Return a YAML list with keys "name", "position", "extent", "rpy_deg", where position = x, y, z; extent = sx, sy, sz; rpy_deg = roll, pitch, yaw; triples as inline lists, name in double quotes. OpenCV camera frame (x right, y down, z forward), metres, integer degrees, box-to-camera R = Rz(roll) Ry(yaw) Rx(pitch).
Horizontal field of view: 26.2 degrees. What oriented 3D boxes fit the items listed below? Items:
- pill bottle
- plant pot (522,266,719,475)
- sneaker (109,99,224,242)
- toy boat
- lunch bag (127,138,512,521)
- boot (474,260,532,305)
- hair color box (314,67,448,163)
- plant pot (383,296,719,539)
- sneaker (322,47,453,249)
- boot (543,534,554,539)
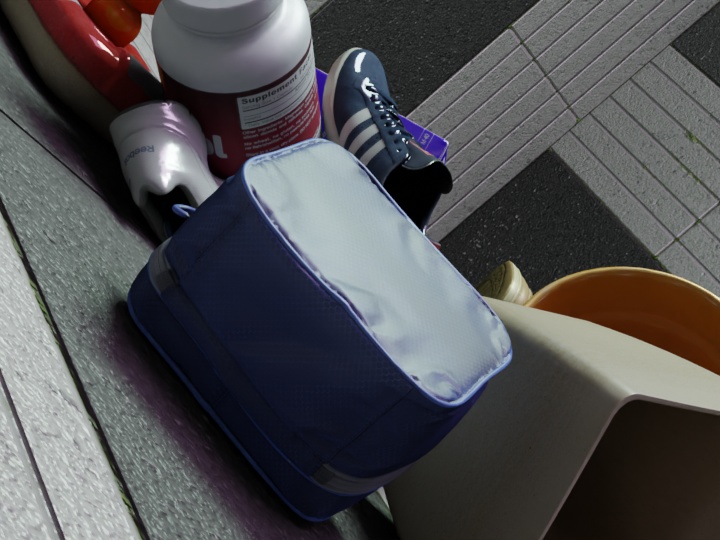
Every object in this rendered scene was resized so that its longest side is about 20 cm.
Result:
- name: "pill bottle"
  position: [-0.088, -0.143, 1.113]
  extent: [0.113, 0.113, 0.200]
  rpy_deg: [53, -19, 34]
- name: "plant pot"
  position: [0.205, 0.131, 1.217]
  extent: [0.200, 0.200, 0.183]
  rpy_deg: [53, -22, 35]
- name: "sneaker"
  position: [-0.111, -0.031, 1.096]
  extent: [0.200, 0.074, 0.087]
  rpy_deg: [45, 28, -44]
- name: "toy boat"
  position: [-0.188, -0.196, 1.186]
  extent: [0.131, 0.131, 0.200]
  rpy_deg: [44, 8, -47]
- name: "lunch bag"
  position: [-0.033, 0.030, 0.866]
  extent: [0.200, 0.132, 0.136]
  rpy_deg: [49, 28, 10]
- name: "boot"
  position: [0.152, 0.072, 1.321]
  extent: [0.155, 0.073, 0.200]
  rpy_deg: [43, -7, 1]
- name: "hair color box"
  position: [-0.027, -0.117, 1.275]
  extent: [0.200, 0.065, 0.109]
  rpy_deg: [28, -6, 5]
- name: "plant pot"
  position: [0.128, 0.126, 1.001]
  extent: [0.200, 0.200, 0.177]
  rpy_deg: [13, 21, -41]
- name: "sneaker"
  position: [0.026, -0.085, 1.148]
  extent: [0.075, 0.084, 0.200]
  rpy_deg: [23, 53, -46]
- name: "boot"
  position: [0.068, 0.167, 1.144]
  extent: [0.144, 0.072, 0.200]
  rpy_deg: [39, 9, -22]
